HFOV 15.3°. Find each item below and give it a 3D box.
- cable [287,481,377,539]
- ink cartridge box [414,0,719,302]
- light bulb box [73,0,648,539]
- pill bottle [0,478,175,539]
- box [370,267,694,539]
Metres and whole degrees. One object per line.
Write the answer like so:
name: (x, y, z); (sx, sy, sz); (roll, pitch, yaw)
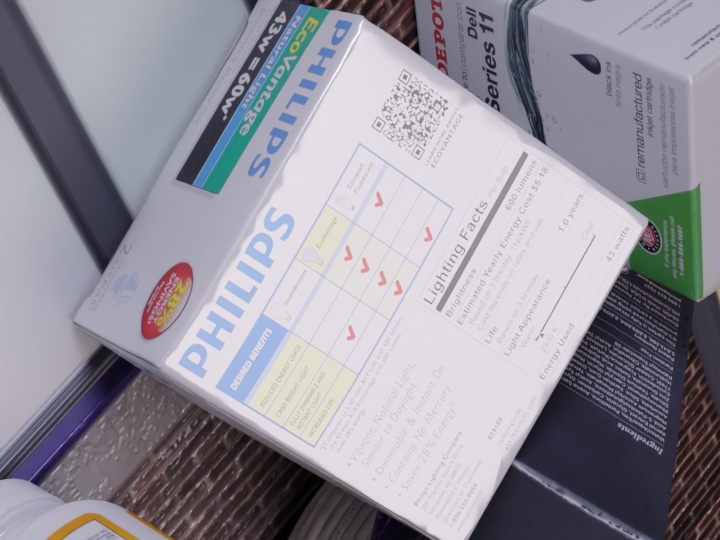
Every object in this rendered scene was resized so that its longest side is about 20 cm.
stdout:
cable: (0.025, 0.187, 1.582); (0.199, 0.069, 0.201); (-24, 128, -42)
ink cartridge box: (0.127, -0.094, 1.429); (0.083, 0.199, 0.147); (-34, 134, -31)
light bulb box: (0.000, 0.000, 1.333); (0.200, 0.125, 0.199); (33, 84, -28)
pill bottle: (-0.116, 0.179, 1.289); (0.111, 0.199, 0.112); (-29, 132, -38)
box: (0.093, 0.094, 1.462); (0.148, 0.104, 0.201); (-47, -161, 38)
